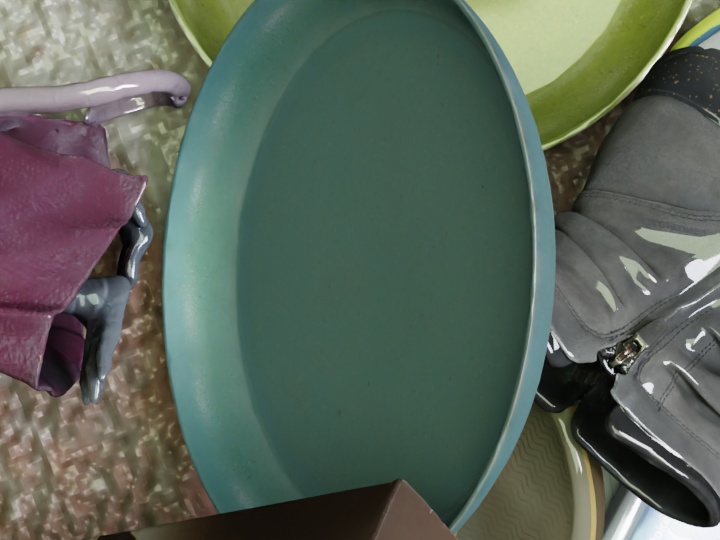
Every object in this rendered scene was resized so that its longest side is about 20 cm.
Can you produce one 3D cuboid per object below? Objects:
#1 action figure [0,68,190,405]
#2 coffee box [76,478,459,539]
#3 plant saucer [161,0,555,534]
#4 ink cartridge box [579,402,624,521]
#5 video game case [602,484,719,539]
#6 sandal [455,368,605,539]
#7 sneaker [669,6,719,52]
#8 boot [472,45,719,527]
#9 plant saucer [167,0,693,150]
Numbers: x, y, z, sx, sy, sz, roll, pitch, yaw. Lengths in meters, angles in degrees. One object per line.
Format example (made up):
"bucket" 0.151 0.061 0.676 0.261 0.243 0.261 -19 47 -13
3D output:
"action figure" -0.166 -0.028 0.809 0.199 0.134 0.150 19 85 -5
"coffee box" -0.057 0.141 0.756 0.080 0.199 0.113 50 47 -26
"plant saucer" 0.000 0.000 0.792 0.027 0.200 0.202 3 86 -35
"ink cartridge box" 0.087 0.138 0.862 0.118 0.042 0.201 -9 85 -5
"video game case" 0.149 0.148 0.836 0.181 0.023 0.201 29 84 -2
"sandal" 0.008 0.118 0.819 0.080 0.054 0.200 44 108 19
"sneaker" 0.185 -0.086 0.847 0.199 0.105 0.076 -30 89 -5
"boot" 0.138 0.034 0.801 0.199 0.070 0.132 35 62 3
"plant saucer" 0.024 -0.133 0.877 0.198 0.031 0.202 0 87 -2
